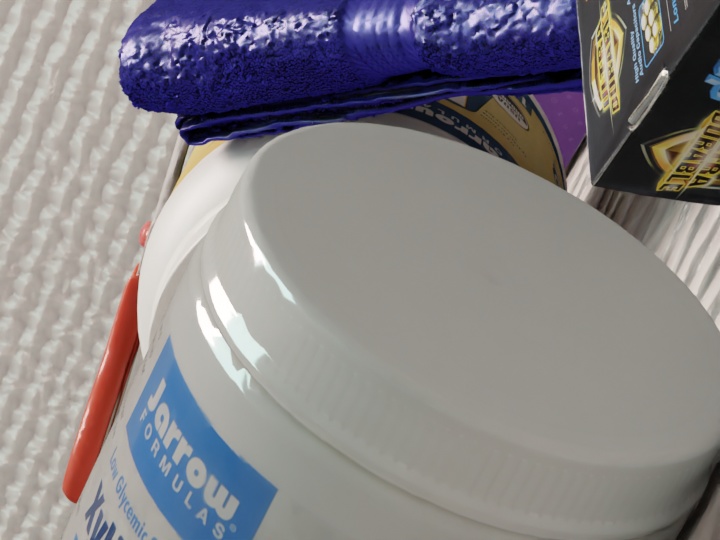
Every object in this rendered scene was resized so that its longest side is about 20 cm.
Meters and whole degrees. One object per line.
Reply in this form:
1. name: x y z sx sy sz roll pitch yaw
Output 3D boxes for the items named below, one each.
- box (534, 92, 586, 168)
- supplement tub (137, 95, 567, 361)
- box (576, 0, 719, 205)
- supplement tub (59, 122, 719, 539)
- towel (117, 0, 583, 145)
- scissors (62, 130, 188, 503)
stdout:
1. box: 0.116 -0.150 1.158 0.200 0.039 0.137 118 175 -45
2. supplement tub: 0.000 0.000 0.994 0.200 0.144 0.145 -76 12 -71
3. box: 0.101 -0.142 0.743 0.159 0.046 0.201 121 152 -56
4. supplement tub: -0.009 0.080 0.685 0.132 0.132 0.200 -72 6 -62
5. towel: 0.035 -0.091 0.904 0.199 0.050 0.148 -2 28 38
6. scissors: -0.082 -0.003 1.078 0.073 0.014 0.201 -72 -2 -85
